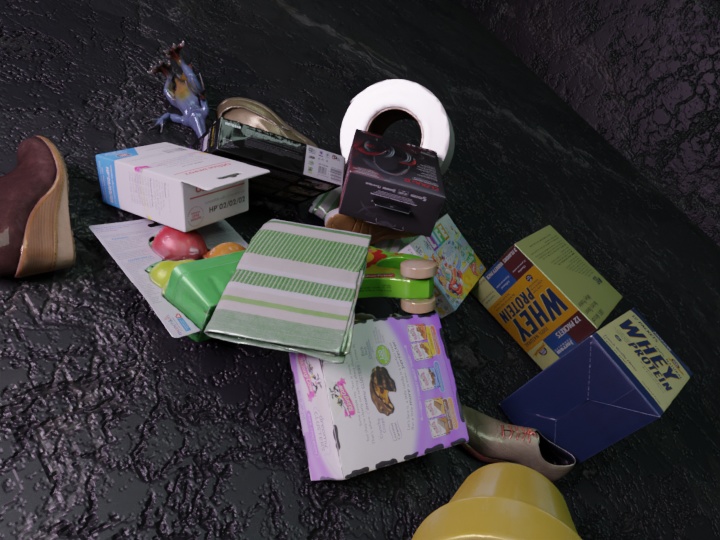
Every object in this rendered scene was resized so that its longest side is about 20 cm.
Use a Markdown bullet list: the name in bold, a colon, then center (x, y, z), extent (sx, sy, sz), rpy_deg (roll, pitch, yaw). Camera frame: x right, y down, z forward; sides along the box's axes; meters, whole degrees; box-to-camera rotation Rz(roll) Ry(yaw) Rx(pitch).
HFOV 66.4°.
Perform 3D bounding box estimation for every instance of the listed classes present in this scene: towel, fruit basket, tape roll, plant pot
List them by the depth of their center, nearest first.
- **plant pot**: center (0.153, 0.306, 0.573), extent (0.201, 0.201, 0.189), rpy_deg (43, 22, 7)
- **towel**: center (-0.072, 0.014, 0.639), extent (0.152, 0.023, 0.200), rpy_deg (11, 43, 3)
- **fruit basket**: center (-0.208, -0.004, 0.694), extent (0.200, 0.094, 0.185), rpy_deg (38, 33, 26)
- **towel**: center (0.014, -0.089, 0.992), extent (0.200, 0.023, 0.153), rpy_deg (35, 37, -6)
- **tape roll**: center (0.074, -0.245, 1.039), extent (0.203, 0.203, 0.139), rpy_deg (42, 15, 6)

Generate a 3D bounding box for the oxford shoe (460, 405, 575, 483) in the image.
- **oxford shoe**: center (0.212, 0.236, 0.780), extent (0.199, 0.075, 0.071), rpy_deg (29, 38, -12)

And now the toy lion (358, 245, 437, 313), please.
- **toy lion**: center (0.000, 0.000, 0.783), extent (0.199, 0.069, 0.192), rpy_deg (-2, 18, 0)

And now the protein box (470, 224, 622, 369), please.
- **protein box**: center (0.357, 0.045, 1.054), extent (0.200, 0.135, 0.198), rpy_deg (49, 37, 15)

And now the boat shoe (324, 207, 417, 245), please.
- **boat shoe**: center (0.021, -0.089, 0.916), extent (0.199, 0.071, 0.069), rpy_deg (-5, 43, -32)

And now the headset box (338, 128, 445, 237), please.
- **headset box**: center (0.048, -0.137, 0.865), extent (0.148, 0.075, 0.200), rpy_deg (14, 33, -6)

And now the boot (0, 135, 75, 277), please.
- **boot**: center (-0.411, -0.081, 0.594), extent (0.166, 0.072, 0.201), rpy_deg (1, 54, -42)

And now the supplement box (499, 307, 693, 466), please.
- **supplement box**: center (0.367, 0.185, 0.859), extent (0.199, 0.200, 0.134), rpy_deg (-12, 60, -47)

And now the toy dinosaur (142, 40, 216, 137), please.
- **toy dinosaur**: center (-0.272, -0.283, 0.922), extent (0.182, 0.105, 0.200), rpy_deg (58, 23, -7)

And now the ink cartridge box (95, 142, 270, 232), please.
- **ink cartridge box**: center (-0.226, -0.108, 0.710), extent (0.199, 0.068, 0.115), rpy_deg (19, 29, 27)

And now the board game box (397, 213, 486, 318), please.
- **board game box**: center (0.152, -0.015, 0.995), extent (0.135, 0.034, 0.200), rpy_deg (54, 34, -2)

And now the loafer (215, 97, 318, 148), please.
- **loafer**: center (-0.160, -0.232, 0.964), extent (0.199, 0.076, 0.068), rpy_deg (24, 32, -18)

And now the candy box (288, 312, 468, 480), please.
- **candy box**: center (0.023, 0.147, 0.671), extent (0.199, 0.071, 0.169), rpy_deg (-1, 72, -37)

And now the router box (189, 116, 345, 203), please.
- **router box**: center (-0.146, -0.160, 0.840), extent (0.199, 0.149, 0.051), rpy_deg (12, 78, -32)

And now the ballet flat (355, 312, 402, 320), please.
- **ballet flat**: center (0.038, 0.092, 0.800), extent (0.199, 0.067, 0.067), rpy_deg (5, 38, -35)
